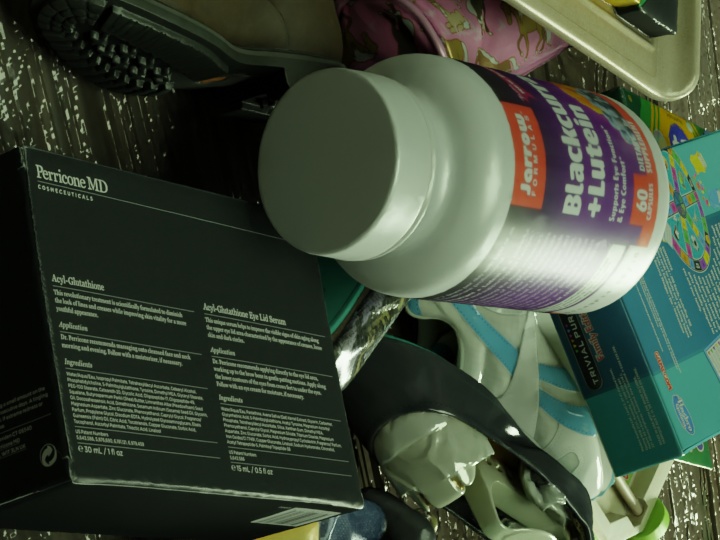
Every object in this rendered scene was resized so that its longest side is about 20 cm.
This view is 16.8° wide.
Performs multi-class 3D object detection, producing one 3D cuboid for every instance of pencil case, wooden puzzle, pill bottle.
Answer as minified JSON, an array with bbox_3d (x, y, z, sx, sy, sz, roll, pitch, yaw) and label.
[{"bbox_3d":[0.066,-0.135,1.274,0.200,0.082,0.087,-32,121,-48],"label":"pencil case"},{"bbox_3d":[0.124,-0.202,1.258,0.199,0.037,0.187,21,68,-49],"label":"wooden puzzle"},{"bbox_3d":[0.047,-0.040,1.135,0.199,0.111,0.112,6,92,-50],"label":"pill bottle"}]

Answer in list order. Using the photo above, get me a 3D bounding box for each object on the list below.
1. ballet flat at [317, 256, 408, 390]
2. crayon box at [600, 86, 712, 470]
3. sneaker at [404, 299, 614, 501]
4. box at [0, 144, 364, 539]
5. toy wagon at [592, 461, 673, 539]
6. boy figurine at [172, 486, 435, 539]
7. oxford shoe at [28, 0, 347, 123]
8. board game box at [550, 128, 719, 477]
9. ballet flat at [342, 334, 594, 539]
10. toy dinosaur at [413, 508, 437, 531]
[{"bbox_3d":[0.000,0.000,1.224,0.201,0.072,0.072,-51,135,-41],"label":"ballet flat"},{"bbox_3d":[0.179,0.006,1.417,0.125,0.051,0.202,17,59,-53],"label":"crayon box"},{"bbox_3d":[0.078,0.055,1.333,0.080,0.077,0.201,-33,122,-8],"label":"sneaker"},{"bbox_3d":[-0.094,0.038,1.050,0.199,0.078,0.142,13,64,-54],"label":"box"},{"bbox_3d":[0.148,0.102,1.469,0.201,0.039,0.155,-61,139,-26],"label":"toy wagon"},{"bbox_3d":[-0.044,0.145,1.189,0.199,0.064,0.125,2,108,-57],"label":"boy figurine"},{"bbox_3d":[-0.079,-0.121,1.098,0.200,0.072,0.085,10,74,-58],"label":"oxford shoe"},{"bbox_3d":[0.174,0.011,1.318,0.199,0.047,0.152,-19,86,-53],"label":"board game box"},{"bbox_3d":[0.057,0.104,1.278,0.200,0.073,0.073,39,65,-34],"label":"ballet flat"},{"bbox_3d":[0.038,0.217,1.336,0.088,0.047,0.202,-10,106,-38],"label":"toy dinosaur"}]
